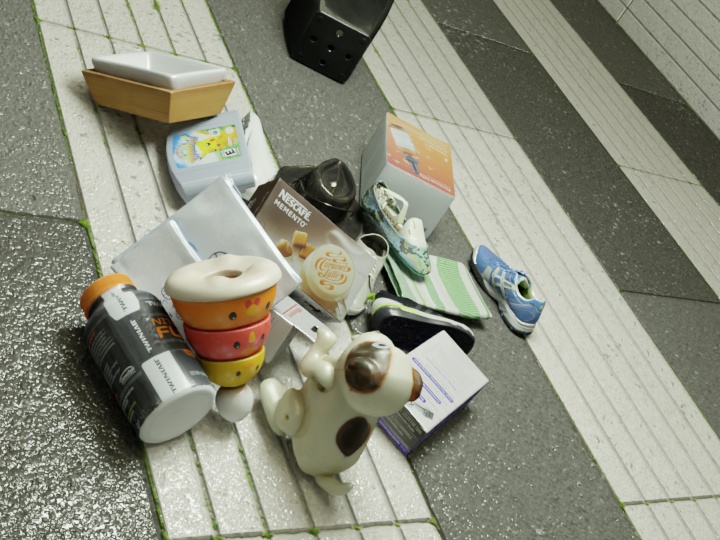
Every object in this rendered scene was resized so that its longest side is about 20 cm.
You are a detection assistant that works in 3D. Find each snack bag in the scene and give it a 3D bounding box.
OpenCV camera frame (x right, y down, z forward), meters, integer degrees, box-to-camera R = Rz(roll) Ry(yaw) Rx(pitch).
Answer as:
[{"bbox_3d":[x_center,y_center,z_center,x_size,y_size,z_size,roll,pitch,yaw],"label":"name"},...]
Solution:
[{"bbox_3d":[-0.199,0.005,1.244,0.190,0.199,0.021,53,-2,4],"label":"snack bag"}]

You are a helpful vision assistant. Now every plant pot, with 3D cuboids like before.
[{"bbox_3d":[-0.053,-0.532,2.056,0.197,0.200,0.180,23,47,-18],"label":"plant pot"}]

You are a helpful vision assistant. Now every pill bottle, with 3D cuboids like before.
[{"bbox_3d":[-0.266,0.099,1.152,0.105,0.107,0.201,-10,54,-47],"label":"pill bottle"}]

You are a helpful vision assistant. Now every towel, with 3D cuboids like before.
[{"bbox_3d":[0.129,0.018,1.658,0.197,0.024,0.154,16,33,-32],"label":"towel"}]

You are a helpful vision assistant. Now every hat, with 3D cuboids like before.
[{"bbox_3d":[-0.057,-0.146,1.660,0.198,0.081,0.202,23,35,-17],"label":"hat"}]

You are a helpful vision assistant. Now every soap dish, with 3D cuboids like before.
[{"bbox_3d":[-0.328,-0.299,1.550,0.197,0.083,0.157,18,24,28],"label":"soap dish"}]

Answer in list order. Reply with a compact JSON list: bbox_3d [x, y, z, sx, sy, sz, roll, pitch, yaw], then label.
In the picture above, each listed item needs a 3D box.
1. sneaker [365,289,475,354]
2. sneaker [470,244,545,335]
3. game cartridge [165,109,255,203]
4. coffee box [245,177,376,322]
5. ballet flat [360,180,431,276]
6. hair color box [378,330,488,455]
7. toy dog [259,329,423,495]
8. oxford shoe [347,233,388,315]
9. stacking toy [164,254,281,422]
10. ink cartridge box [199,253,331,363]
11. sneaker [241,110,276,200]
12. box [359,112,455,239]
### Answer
[{"bbox_3d":[0.100,0.077,1.530,0.197,0.072,0.083,23,31,-26],"label":"sneaker"},{"bbox_3d":[0.275,0.021,1.754,0.075,0.078,0.201,-3,48,-41],"label":"sneaker"},{"bbox_3d":[-0.245,-0.187,1.528,0.131,0.041,0.202,-15,43,-5],"label":"game cartridge"},{"bbox_3d":[-0.089,-0.026,1.398,0.199,0.079,0.115,40,70,-23],"label":"coffee box"},{"bbox_3d":[0.069,-0.081,1.651,0.073,0.075,0.201,-7,50,-46],"label":"ballet flat"},{"bbox_3d":[0.097,0.177,1.413,0.110,0.065,0.199,48,34,13],"label":"hair color box"},{"bbox_3d":[-0.018,0.160,1.198,0.138,0.200,0.196,24,38,-30],"label":"toy dog"},{"bbox_3d":[0.000,0.000,1.555,0.075,0.058,0.201,35,35,-6],"label":"oxford shoe"},{"bbox_3d":[-0.160,0.091,1.182,0.143,0.204,0.146,-5,16,1],"label":"stacking toy"},{"bbox_3d":[-0.143,0.058,1.313,0.199,0.067,0.116,38,9,3],"label":"ink cartridge box"},{"bbox_3d":[-0.184,-0.190,1.623,0.080,0.076,0.202,26,40,-29],"label":"sneaker"},{"bbox_3d":[0.089,-0.183,1.809,0.150,0.107,0.202,25,33,-16],"label":"box"}]
